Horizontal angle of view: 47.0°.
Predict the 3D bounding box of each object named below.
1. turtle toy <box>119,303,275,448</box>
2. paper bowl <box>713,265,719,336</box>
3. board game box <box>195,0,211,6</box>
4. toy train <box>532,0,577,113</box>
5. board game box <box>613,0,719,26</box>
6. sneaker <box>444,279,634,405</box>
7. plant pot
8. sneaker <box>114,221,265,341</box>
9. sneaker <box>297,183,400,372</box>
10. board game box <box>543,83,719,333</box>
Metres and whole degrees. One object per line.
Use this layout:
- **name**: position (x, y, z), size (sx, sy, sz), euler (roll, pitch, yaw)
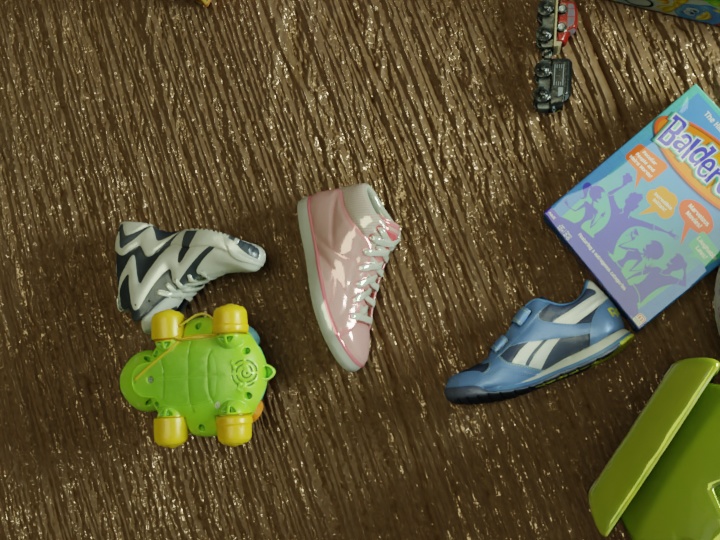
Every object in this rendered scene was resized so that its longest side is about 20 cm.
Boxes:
- **turtle toy**: position (-0.183, 0.118, 0.917), size (0.195, 0.101, 0.150), euler (-5, 83, 15)
- **paper bowl**: position (0.424, 0.030, 0.750), size (0.195, 0.104, 0.206), euler (0, 87, 7)
- **board game box**: position (-0.245, -0.479, 0.968), size (0.198, 0.200, 0.202), euler (31, 91, 17)
- **toy train**: position (0.213, -0.270, 0.897), size (0.045, 0.034, 0.205), euler (3, 83, 12)
- **board game box**: position (0.334, -0.326, 0.835), size (0.196, 0.103, 0.107), euler (20, 88, 17)
- **sneaker**: position (0.172, 0.078, 0.842), size (0.196, 0.074, 0.084), euler (-23, 75, 4)
- **plant pot**: position (0.315, 0.194, 0.723), size (0.180, 0.199, 0.202), euler (34, 92, 24)
- **sneaker**: position (-0.203, 0.020, 0.949), size (0.194, 0.079, 0.133), euler (8, 85, 17)
- **sneaker**: position (0.000, 0.000, 0.896), size (0.103, 0.075, 0.205), euler (-18, 74, 18)
- **board game box**: position (0.308, -0.062, 0.835), size (0.199, 0.045, 0.153), euler (-40, 74, 6)
